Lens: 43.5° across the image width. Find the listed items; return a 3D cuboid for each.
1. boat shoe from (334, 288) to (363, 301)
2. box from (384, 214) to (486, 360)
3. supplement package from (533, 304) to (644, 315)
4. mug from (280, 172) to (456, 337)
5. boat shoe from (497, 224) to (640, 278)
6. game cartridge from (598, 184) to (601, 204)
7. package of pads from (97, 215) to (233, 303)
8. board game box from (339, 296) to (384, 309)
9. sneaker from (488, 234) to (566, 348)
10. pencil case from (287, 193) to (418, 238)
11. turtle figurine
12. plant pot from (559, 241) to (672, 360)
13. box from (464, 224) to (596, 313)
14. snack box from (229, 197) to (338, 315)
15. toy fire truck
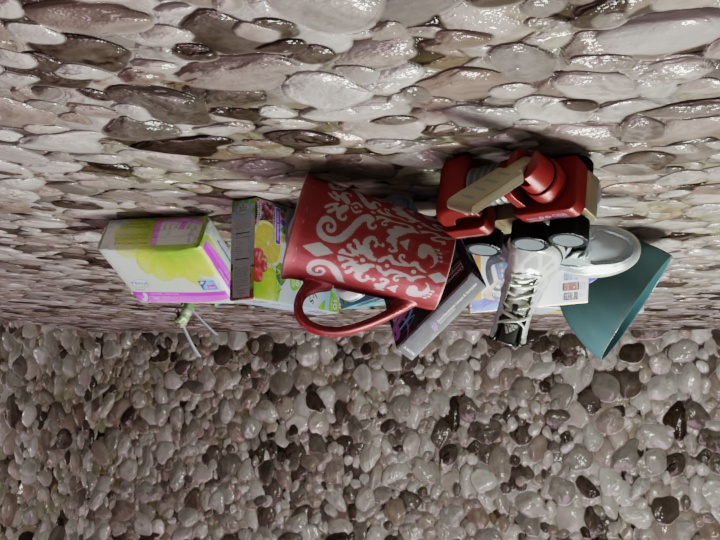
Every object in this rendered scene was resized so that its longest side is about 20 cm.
[{"bbox_3d":[0.000,0.000,1.334,0.070,0.071,0.201,-25,-155,10],"label":"boat shoe"},{"bbox_3d":[0.092,0.014,1.232,0.036,0.143,0.201,37,-162,-21],"label":"box"},{"bbox_3d":[0.391,0.022,1.614,0.195,0.112,0.114,3,171,-7],"label":"supplement package"},{"bbox_3d":[0.006,-0.010,1.125,0.196,0.181,0.134,14,-164,-2],"label":"mug"},{"bbox_3d":[0.274,-0.030,1.194,0.196,0.072,0.072,3,176,6],"label":"boat shoe"},{"bbox_3d":[0.214,-0.086,1.191,0.195,0.041,0.133,0,167,11],"label":"game cartridge"},{"bbox_3d":[-0.303,-0.016,1.445,0.196,0.069,0.156,-1,142,21],"label":"package of pads"},{"bbox_3d":[0.083,0.022,1.542,0.197,0.048,0.150,-4,169,-38],"label":"board game box"},{"bbox_3d":[0.210,0.033,1.141,0.074,0.118,0.201,12,159,8],"label":"sneaker"},{"bbox_3d":[-0.012,-0.056,1.264,0.197,0.092,0.083,-7,144,40],"label":"pencil case"},{"bbox_3d":[-0.393,0.079,1.926,0.190,0.145,0.202,19,128,0],"label":"turtle figurine"},{"bbox_3d":[0.394,0.024,1.473,0.134,0.202,0.200,35,-177,20],"label":"plant pot"},{"bbox_3d":[0.246,-0.008,1.279,0.195,0.121,0.042,-5,-154,3],"label":"box"},{"bbox_3d":[-0.108,-0.016,1.335,0.052,0.146,0.198,-5,169,35],"label":"snack box"},{"bbox_3d":[0.145,-0.083,0.991,0.174,0.131,0.199,-5,158,40],"label":"toy fire truck"}]
